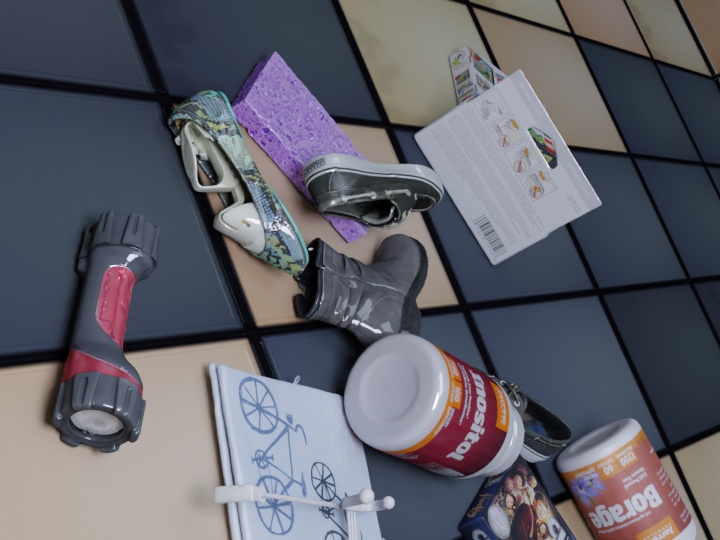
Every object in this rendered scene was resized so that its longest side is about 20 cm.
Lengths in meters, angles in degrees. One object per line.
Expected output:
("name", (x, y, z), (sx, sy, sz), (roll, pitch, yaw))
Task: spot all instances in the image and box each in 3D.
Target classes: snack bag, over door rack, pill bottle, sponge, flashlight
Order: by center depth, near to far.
("flashlight", (-0.192, 0.041, 0.933), (0.068, 0.068, 0.201), (35, 40, -32))
("over door rack", (-0.028, 0.252, 0.959), (0.200, 0.066, 0.148), (18, 63, -51))
("snack bag", (-0.052, 0.183, 1.059), (0.200, 0.021, 0.189), (20, 50, -50))
("pill bottle", (0.081, 0.142, 1.179), (0.200, 0.113, 0.113), (31, 41, -50))
("sponge", (-0.054, -0.135, 1.303), (0.200, 0.030, 0.112), (48, 34, -19))
("pill bottle", (0.327, 0.287, 1.416), (0.201, 0.112, 0.112), (60, 32, 2))

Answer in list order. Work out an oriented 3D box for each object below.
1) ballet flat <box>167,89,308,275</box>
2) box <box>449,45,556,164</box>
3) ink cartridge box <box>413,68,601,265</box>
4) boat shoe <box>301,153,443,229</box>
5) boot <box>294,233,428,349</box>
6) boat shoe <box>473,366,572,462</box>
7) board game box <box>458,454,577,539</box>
("ballet flat", (-0.124, -0.075, 1.139), (0.201, 0.074, 0.074), (60, 32, 4))
("box", (0.212, -0.239, 1.755), (0.200, 0.035, 0.110), (27, 44, -41))
("ink cartridge box", (0.188, -0.132, 1.503), (0.200, 0.173, 0.044), (58, 32, -3))
("boat shoe", (0.019, -0.075, 1.273), (0.200, 0.071, 0.064), (3, 62, -45))
("boot", (0.000, 0.000, 1.240), (0.131, 0.070, 0.200), (31, 28, -18))
("boat shoe", (0.165, 0.153, 1.351), (0.200, 0.057, 0.069), (36, 39, -33))
("board game box", (0.192, 0.314, 1.279), (0.200, 0.035, 0.135), (56, 32, -6))
